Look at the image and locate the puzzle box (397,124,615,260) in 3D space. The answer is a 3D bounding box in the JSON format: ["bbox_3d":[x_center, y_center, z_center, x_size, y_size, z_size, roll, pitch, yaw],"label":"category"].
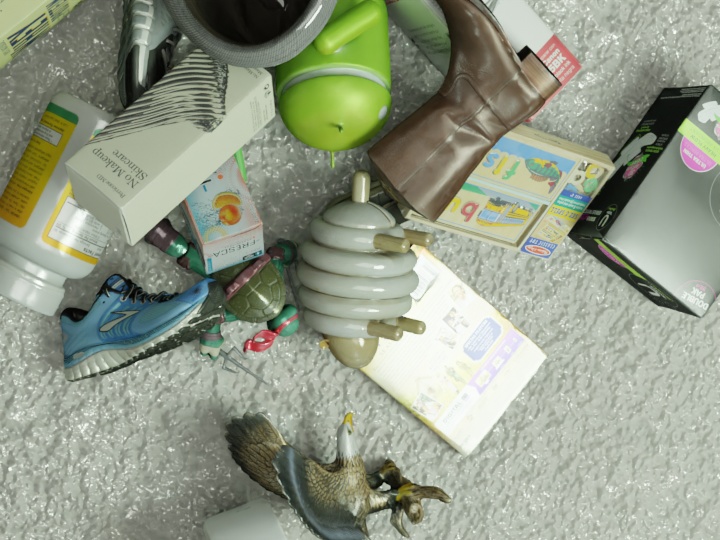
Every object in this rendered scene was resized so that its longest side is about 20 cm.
[{"bbox_3d":[0.151,-0.087,1.594,0.199,0.025,0.133,14,124,-32],"label":"puzzle box"}]

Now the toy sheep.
[{"bbox_3d":[0.000,0.000,1.551,0.137,0.138,0.202,4,99,-14],"label":"toy sheep"}]

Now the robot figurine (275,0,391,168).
[{"bbox_3d":[-0.028,-0.209,1.536,0.115,0.176,0.201,-1,68,-5],"label":"robot figurine"}]

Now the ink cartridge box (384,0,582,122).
[{"bbox_3d":[0.112,-0.249,1.568,0.083,0.147,0.200,-46,104,-6],"label":"ink cartridge box"}]

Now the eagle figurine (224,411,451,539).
[{"bbox_3d":[-0.034,0.218,1.585,0.199,0.152,0.152,5,58,-30],"label":"eagle figurine"}]

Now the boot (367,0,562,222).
[{"bbox_3d":[0.063,-0.167,1.475,0.186,0.064,0.200,45,103,-5],"label":"boot"}]

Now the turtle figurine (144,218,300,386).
[{"bbox_3d":[-0.119,0.009,1.566,0.150,0.101,0.200,-41,92,-20],"label":"turtle figurine"}]

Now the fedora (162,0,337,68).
[{"bbox_3d":[-0.095,-0.280,1.437,0.176,0.090,0.201,-34,78,12],"label":"fedora"}]

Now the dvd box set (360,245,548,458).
[{"bbox_3d":[0.084,0.084,1.653,0.200,0.029,0.147,39,86,-14],"label":"dvd box set"}]

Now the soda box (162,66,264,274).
[{"bbox_3d":[-0.157,-0.102,1.511,0.063,0.069,0.201,-19,65,-11],"label":"soda box"}]

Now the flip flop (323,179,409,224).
[{"bbox_3d":[0.056,-0.087,1.617,0.199,0.058,0.081,-18,135,3],"label":"flip flop"}]

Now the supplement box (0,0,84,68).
[{"bbox_3d":[-0.360,-0.310,1.446,0.200,0.134,0.200,-40,95,-7],"label":"supplement box"}]

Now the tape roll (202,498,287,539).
[{"bbox_3d":[-0.093,0.335,1.549,0.070,0.202,0.204,-19,99,-10],"label":"tape roll"}]

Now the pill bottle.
[{"bbox_3d":[-0.292,-0.063,1.508,0.112,0.113,0.201,27,89,-14],"label":"pill bottle"}]

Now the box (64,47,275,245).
[{"bbox_3d":[-0.175,-0.124,1.442,0.082,0.069,0.200,36,66,19],"label":"box"}]

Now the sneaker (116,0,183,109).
[{"bbox_3d":[-0.174,-0.240,1.511,0.115,0.075,0.201,8,66,-20],"label":"sneaker"}]

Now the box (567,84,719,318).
[{"bbox_3d":[0.345,-0.075,1.652,0.148,0.124,0.200,37,87,-12],"label":"box"}]

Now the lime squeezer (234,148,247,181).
[{"bbox_3d":[-0.122,-0.190,1.558,0.070,0.038,0.202,-3,97,-56],"label":"lime squeezer"}]

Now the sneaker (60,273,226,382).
[{"bbox_3d":[-0.224,0.043,1.520,0.199,0.078,0.091,-21,85,25],"label":"sneaker"}]
